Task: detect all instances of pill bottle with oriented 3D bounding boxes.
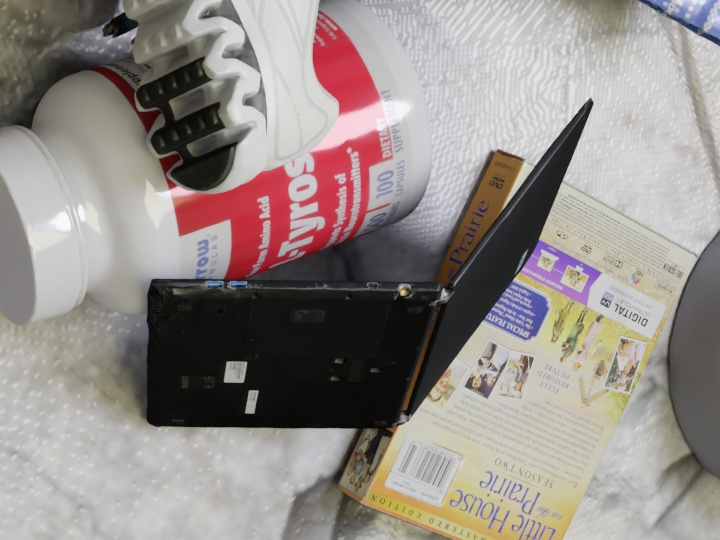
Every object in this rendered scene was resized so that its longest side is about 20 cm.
[{"bbox_3d":[-0.076,-0.047,1.002,0.200,0.112,0.113,-21,116,-26],"label":"pill bottle"}]

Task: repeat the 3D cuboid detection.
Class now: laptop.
[{"bbox_3d":[0.000,0.000,1.040,0.199,0.177,0.104,1,66,-5],"label":"laptop"}]

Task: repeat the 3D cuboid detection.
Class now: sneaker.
[{"bbox_3d":[-0.064,-0.135,0.929,0.081,0.075,0.200,-17,96,-39],"label":"sneaker"}]

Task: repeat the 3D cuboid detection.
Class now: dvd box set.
[{"bbox_3d":[0.088,0.053,1.194,0.146,0.029,0.200,24,91,-36],"label":"dvd box set"}]

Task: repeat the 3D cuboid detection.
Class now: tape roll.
[{"bbox_3d":[0.278,0.046,1.298,0.200,0.066,0.201,-11,111,-30],"label":"tape roll"}]

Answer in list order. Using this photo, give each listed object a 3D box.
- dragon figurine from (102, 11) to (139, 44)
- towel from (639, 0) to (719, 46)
[{"bbox_3d":[-0.078,-0.164,0.994,0.200,0.059,0.100,-23,118,-24],"label":"dragon figurine"},{"bbox_3d":[0.145,-0.208,1.088,0.200,0.024,0.145,25,106,-15],"label":"towel"}]
